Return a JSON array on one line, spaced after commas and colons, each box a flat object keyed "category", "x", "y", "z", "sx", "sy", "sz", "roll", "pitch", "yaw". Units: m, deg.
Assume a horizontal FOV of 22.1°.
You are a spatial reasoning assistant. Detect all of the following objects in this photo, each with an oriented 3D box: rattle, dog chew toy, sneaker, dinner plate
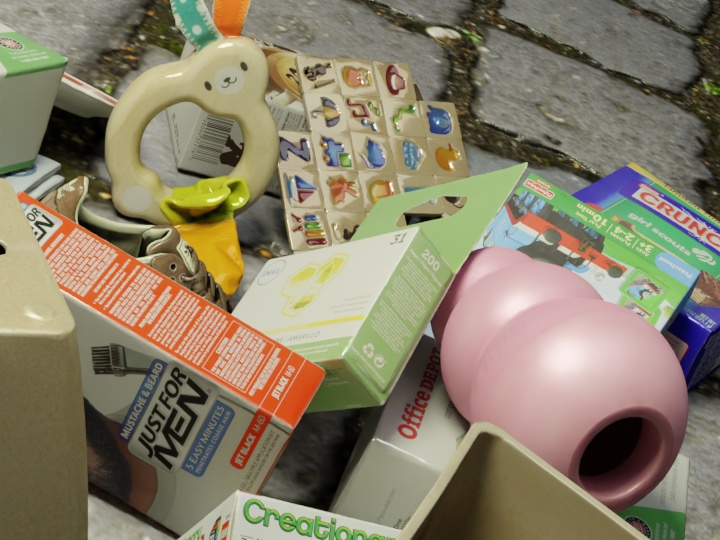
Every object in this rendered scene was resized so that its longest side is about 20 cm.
[{"category": "rattle", "x": -0.107, "y": -0.099, "z": 1.250, "sx": 0.129, "sy": 0.201, "sz": 0.143, "roll": 23, "pitch": 27, "yaw": -3}, {"category": "dog chew toy", "x": 0.102, "y": 0.053, "z": 1.063, "sx": 0.123, "sy": 0.126, "sz": 0.200, "roll": 8, "pitch": 25, "yaw": -29}, {"category": "sneaker", "x": -0.118, "y": 0.017, "z": 1.135, "sx": 0.199, "sy": 0.076, "sz": 0.071, "roll": 30, "pitch": 21, "yaw": -23}, {"category": "dinner plate", "x": -0.256, "y": -0.152, "z": 1.364, "sx": 0.199, "sy": 0.024, "sz": 0.200, "roll": 26, "pitch": 4, "yaw": -2}]

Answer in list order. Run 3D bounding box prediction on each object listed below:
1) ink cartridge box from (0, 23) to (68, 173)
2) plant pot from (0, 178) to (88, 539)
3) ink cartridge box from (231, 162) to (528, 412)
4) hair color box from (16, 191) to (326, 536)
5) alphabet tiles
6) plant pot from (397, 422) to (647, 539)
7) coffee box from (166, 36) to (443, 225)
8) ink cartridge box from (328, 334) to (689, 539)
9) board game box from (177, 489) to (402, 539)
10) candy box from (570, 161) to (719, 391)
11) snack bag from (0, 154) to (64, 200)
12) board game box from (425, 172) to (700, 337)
[{"category": "ink cartridge box", "x": -0.318, "y": -0.137, "z": 1.210, "sx": 0.199, "sy": 0.088, "sz": 0.145, "roll": 30, "pitch": 22, "yaw": 16}, {"category": "plant pot", "x": -0.231, "y": 0.059, "z": 0.870, "sx": 0.198, "sy": 0.178, "sz": 0.200, "roll": 3, "pitch": 32, "yaw": -29}, {"category": "ink cartridge box", "x": 0.000, "y": 0.000, "z": 1.116, "sx": 0.048, "sy": 0.145, "sz": 0.201, "roll": 48, "pitch": 55, "yaw": -25}, {"category": "hair color box", "x": -0.133, "y": 0.059, "z": 1.023, "sx": 0.199, "sy": 0.111, "sz": 0.064, "roll": 30, "pitch": 34, "yaw": 2}, {"category": "alphabet tiles", "x": 0.011, "y": -0.072, "z": 1.393, "sx": 0.166, "sy": 0.008, "sz": 0.202, "roll": 1, "pitch": 64, "yaw": -27}, {"category": "plant pot", "x": 0.062, "y": 0.223, "z": 0.804, "sx": 0.199, "sy": 0.178, "sz": 0.200, "roll": 36, "pitch": 25, "yaw": 5}, {"category": "coffee box", "x": -0.046, "y": -0.115, "z": 1.465, "sx": 0.198, "sy": 0.080, "sz": 0.113, "roll": 14, "pitch": 29, "yaw": -21}, {"category": "ink cartridge box", "x": 0.092, "y": 0.138, "z": 1.120, "sx": 0.198, "sy": 0.085, "sz": 0.146, "roll": 25, "pitch": 27, "yaw": 0}, {"category": "board game box", "x": 0.006, "y": 0.167, "z": 0.960, "sx": 0.198, "sy": 0.126, "sz": 0.035, "roll": 16, "pitch": 64, "yaw": -17}, {"category": "candy box", "x": 0.234, "y": 0.005, "z": 1.488, "sx": 0.168, "sy": 0.078, "sz": 0.200, "roll": 35, "pitch": 28, "yaw": 18}, {"category": "snack bag", "x": -0.310, "y": -0.071, "z": 1.209, "sx": 0.187, "sy": 0.022, "sz": 0.200, "roll": 24, "pitch": 22, "yaw": 3}, {"category": "board game box", "x": 0.136, "y": 0.032, "z": 1.326, "sx": 0.150, "sy": 0.037, "sz": 0.200, "roll": 31, "pitch": 51, "yaw": 13}]
